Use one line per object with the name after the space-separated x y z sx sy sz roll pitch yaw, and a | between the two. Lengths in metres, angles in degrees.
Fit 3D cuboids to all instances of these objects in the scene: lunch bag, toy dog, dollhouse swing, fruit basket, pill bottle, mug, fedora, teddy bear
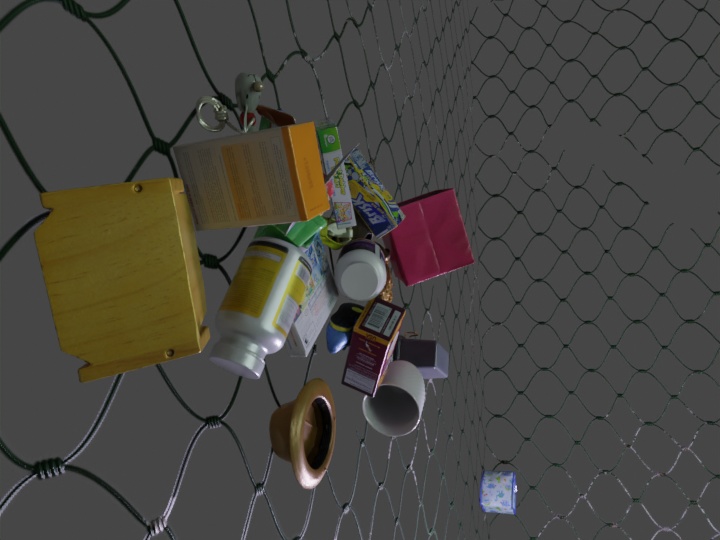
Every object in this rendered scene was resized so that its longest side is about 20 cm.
0.702 1.120 2.684 0.201 0.169 0.128 -75 151 -42 | lunch bag
-0.158 -0.202 0.837 0.132 0.096 0.201 -43 130 -33 | toy dog
-0.276 -0.002 0.647 0.180 0.175 0.202 -12 101 -26 | dollhouse swing
-0.086 -0.112 0.898 0.094 0.185 0.200 46 62 -10 | fruit basket
0.000 0.000 1.152 0.200 0.111 0.113 -82 163 -77 | pill bottle
0.079 0.293 1.356 0.200 0.147 0.175 51 23 -4 | mug
-0.108 0.289 0.949 0.200 0.081 0.203 -1 90 -72 | fedora
0.060 0.014 1.424 0.145 0.066 0.202 -33 118 -68 | teddy bear
-0.156 0.057 0.814 0.112 0.111 0.201 56 47 -51 | pill bottle

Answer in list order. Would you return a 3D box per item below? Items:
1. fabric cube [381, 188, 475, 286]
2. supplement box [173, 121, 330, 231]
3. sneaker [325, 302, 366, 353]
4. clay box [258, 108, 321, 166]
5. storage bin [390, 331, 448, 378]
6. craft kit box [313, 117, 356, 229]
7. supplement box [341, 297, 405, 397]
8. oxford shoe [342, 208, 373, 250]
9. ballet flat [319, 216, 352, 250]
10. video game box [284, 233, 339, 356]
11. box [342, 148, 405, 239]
0.166 -0.094 1.418 0.196 0.199 0.201 -129 -159 -80 | fabric cube
-0.154 -0.131 0.749 0.074 0.198 0.127 -41 125 -58 | supplement box
-0.033 0.129 1.202 0.200 0.065 0.079 -35 143 -70 | sneaker
-0.130 -0.201 1.019 0.200 0.047 0.116 45 45 -57 | clay box
0.189 0.263 1.613 0.200 0.133 0.147 46 46 -59 | storage bin
-0.056 -0.209 1.102 0.200 0.048 0.199 -108 -177 -67 | craft kit box
0.027 0.173 1.180 0.111 0.085 0.201 -56 164 -46 | supplement box
-0.002 -0.109 1.282 0.071 0.072 0.202 -2 88 -67 | oxford shoe
-0.055 -0.083 1.157 0.200 0.066 0.067 10 76 -67 | ballet flat
-0.113 0.034 1.026 0.200 0.046 0.183 -62 144 -53 | video game box
0.016 -0.179 1.236 0.201 0.070 0.064 54 36 -7 | box
